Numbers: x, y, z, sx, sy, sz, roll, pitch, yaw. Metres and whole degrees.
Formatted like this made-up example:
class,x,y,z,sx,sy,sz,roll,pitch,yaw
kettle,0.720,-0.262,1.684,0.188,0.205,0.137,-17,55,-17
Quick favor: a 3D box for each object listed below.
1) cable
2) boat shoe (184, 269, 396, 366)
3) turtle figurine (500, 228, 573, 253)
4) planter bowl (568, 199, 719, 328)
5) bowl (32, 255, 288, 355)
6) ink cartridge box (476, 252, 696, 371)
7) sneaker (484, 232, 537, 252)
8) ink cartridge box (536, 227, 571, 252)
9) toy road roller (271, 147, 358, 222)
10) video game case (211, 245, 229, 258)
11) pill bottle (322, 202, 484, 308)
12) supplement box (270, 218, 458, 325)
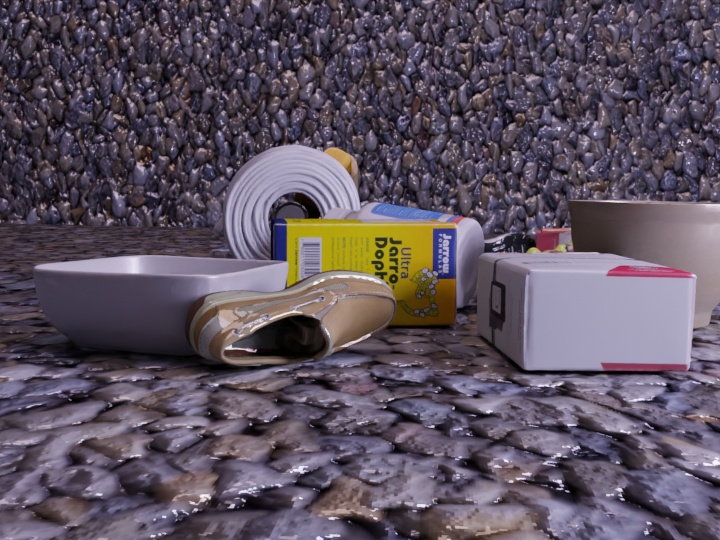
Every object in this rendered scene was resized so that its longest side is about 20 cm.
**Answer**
class,x,y,z,sx,sy,sz,roll,pitch,yaw
cable,-0.094,-0.073,1.250,0.197,0.203,0.069,23,4,-6
boat shoe,-0.043,0.050,0.749,0.197,0.073,0.076,-11,25,-32
turtle figurine,0.293,-0.006,1.368,0.198,0.066,0.160,-23,20,-26
planter bowl,0.330,-0.009,1.000,0.196,0.138,0.200,0,5,0
bowl,-0.180,0.029,0.841,0.196,0.076,0.200,3,6,18
ink cartridge box,0.193,0.032,0.818,0.142,0.085,0.200,0,5,-3
sneaker,0.216,-0.024,1.512,0.197,0.076,0.079,-2,1,-26
ink cartridge box,0.411,-0.026,1.488,0.198,0.085,0.145,5,6,41
toy road roller,-0.037,-0.070,1.371,0.144,0.201,0.124,27,-26,14
video game case,-0.145,-0.018,1.519,0.177,0.046,0.200,2,5,1
pill bottle,0.048,-0.025,1.137,0.197,0.115,0.112,13,10,27
supplement box,0.000,0.000,0.989,0.196,0.112,0.109,0,6,-7
